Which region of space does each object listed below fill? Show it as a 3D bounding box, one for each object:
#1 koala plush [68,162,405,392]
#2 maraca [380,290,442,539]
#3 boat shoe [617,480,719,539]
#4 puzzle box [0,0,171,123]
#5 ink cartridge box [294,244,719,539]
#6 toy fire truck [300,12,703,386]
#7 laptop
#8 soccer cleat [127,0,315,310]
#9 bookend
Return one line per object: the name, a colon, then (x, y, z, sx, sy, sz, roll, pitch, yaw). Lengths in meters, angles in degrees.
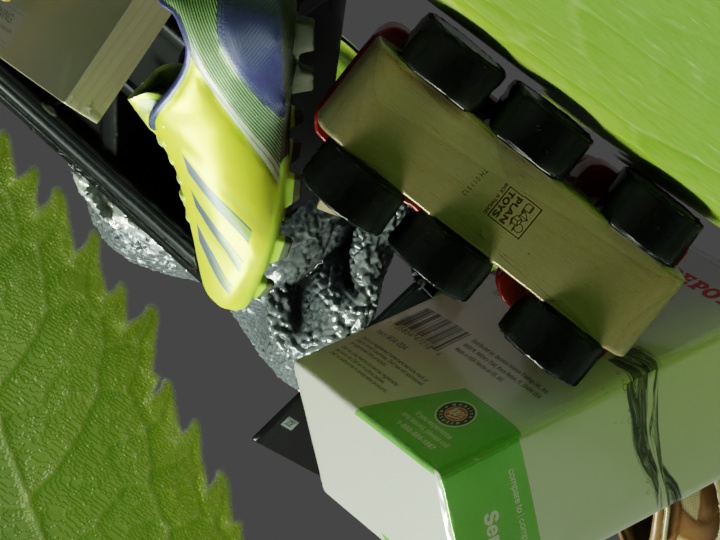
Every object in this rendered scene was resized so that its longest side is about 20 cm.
koala plush: (-0.078, -0.034, 1.690, 0.200, 0.184, 0.177, 17, -179, -2)
maraca: (0.050, 0.081, 1.489, 0.107, 0.137, 0.200, 27, 158, 28)
boat shoe: (0.153, 0.074, 1.510, 0.076, 0.074, 0.200, 23, 136, 58)
puzzle box: (-0.148, -0.166, 1.364, 0.025, 0.133, 0.200, 32, -177, -43)
ink cartridge box: (0.092, 0.063, 1.359, 0.145, 0.200, 0.084, 35, 143, 54)
toy fire truck: (0.052, -0.036, 1.323, 0.176, 0.129, 0.200, 36, -170, -9)
laptop: (0.000, 0.000, 1.533, 0.103, 0.200, 0.177, -8, 168, 9)
soccer cleat: (-0.067, -0.064, 1.296, 0.084, 0.200, 0.065, 4, -136, -4)
bookend: (-0.113, -0.127, 1.439, 0.199, 0.092, 0.200, 42, 155, 16)
